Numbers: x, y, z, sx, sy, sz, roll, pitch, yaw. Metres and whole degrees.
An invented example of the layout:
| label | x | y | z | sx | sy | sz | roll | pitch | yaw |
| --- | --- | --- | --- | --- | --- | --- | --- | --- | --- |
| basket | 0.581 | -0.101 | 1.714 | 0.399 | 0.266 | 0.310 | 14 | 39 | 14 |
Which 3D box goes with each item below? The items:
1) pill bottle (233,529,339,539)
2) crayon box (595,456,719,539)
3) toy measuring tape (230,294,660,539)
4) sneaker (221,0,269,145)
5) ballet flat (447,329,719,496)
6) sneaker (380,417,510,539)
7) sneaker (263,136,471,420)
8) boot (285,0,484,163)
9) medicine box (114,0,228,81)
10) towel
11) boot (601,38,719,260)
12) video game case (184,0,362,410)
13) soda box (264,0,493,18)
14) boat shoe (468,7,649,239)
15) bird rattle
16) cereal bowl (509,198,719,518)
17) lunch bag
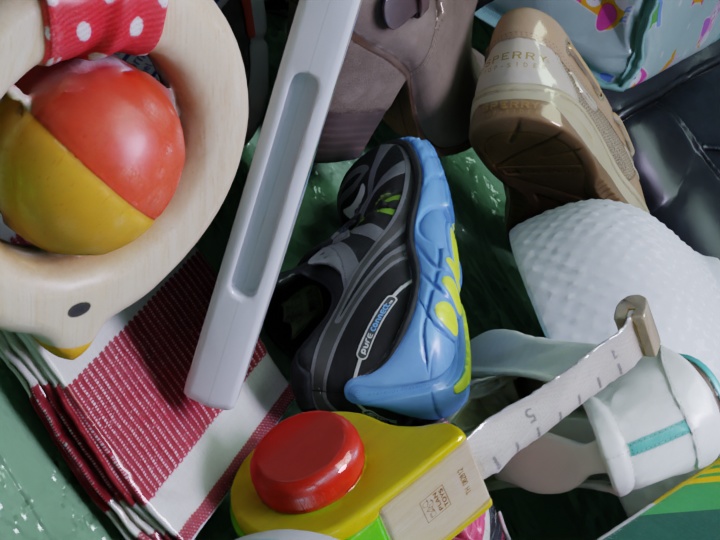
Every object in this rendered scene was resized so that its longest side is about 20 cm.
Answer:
| label | x | y | z | sx | sy | sz | roll | pitch | yaw |
| --- | --- | --- | --- | --- | --- | --- | --- | --- | --- |
| pill bottle | -0.059 | 0.149 | 0.699 | 0.111 | 0.110 | 0.200 | 62 | 27 | 7 |
| crayon box | 0.142 | 0.134 | 0.941 | 0.051 | 0.128 | 0.200 | 28 | 31 | 27 |
| toy measuring tape | 0.017 | 0.064 | 0.878 | 0.200 | 0.074 | 0.074 | -37 | 96 | -18 |
| sneaker | -0.103 | -0.136 | 0.983 | 0.081 | 0.077 | 0.201 | -19 | 84 | -30 |
| ballet flat | 0.068 | 0.062 | 0.967 | 0.069 | 0.200 | 0.070 | 2 | 86 | -26 |
| sneaker | 0.034 | 0.147 | 0.891 | 0.201 | 0.080 | 0.075 | -88 | 154 | -42 |
| sneaker | 0.000 | 0.000 | 0.981 | 0.200 | 0.082 | 0.071 | -90 | 172 | -65 |
| boot | 0.033 | -0.127 | 1.083 | 0.070 | 0.147 | 0.200 | 30 | 26 | 18 |
| medicine box | -0.116 | -0.168 | 0.812 | 0.199 | 0.182 | 0.103 | 20 | 34 | -41 |
| towel | -0.104 | -0.005 | 0.877 | 0.201 | 0.023 | 0.144 | 56 | 26 | -9 |
| boot | 0.201 | -0.036 | 1.342 | 0.169 | 0.076 | 0.200 | 57 | 34 | 5 |
| video game case | -0.020 | -0.073 | 0.903 | 0.024 | 0.183 | 0.200 | 17 | 28 | -2 |
| soda box | -0.014 | -0.159 | 1.132 | 0.199 | 0.063 | 0.071 | 6 | 57 | -56 |
| boat shoe | 0.100 | -0.057 | 1.145 | 0.200 | 0.071 | 0.065 | 58 | 35 | -65 |
| bird rattle | -0.102 | -0.056 | 0.762 | 0.112 | 0.201 | 0.163 | 26 | -11 | 39 |
| cereal bowl | 0.144 | 0.053 | 1.090 | 0.201 | 0.083 | 0.200 | 63 | 7 | -13 |
| lunch bag | 0.100 | -0.190 | 1.284 | 0.199 | 0.123 | 0.170 | 28 | 24 | 15 |
